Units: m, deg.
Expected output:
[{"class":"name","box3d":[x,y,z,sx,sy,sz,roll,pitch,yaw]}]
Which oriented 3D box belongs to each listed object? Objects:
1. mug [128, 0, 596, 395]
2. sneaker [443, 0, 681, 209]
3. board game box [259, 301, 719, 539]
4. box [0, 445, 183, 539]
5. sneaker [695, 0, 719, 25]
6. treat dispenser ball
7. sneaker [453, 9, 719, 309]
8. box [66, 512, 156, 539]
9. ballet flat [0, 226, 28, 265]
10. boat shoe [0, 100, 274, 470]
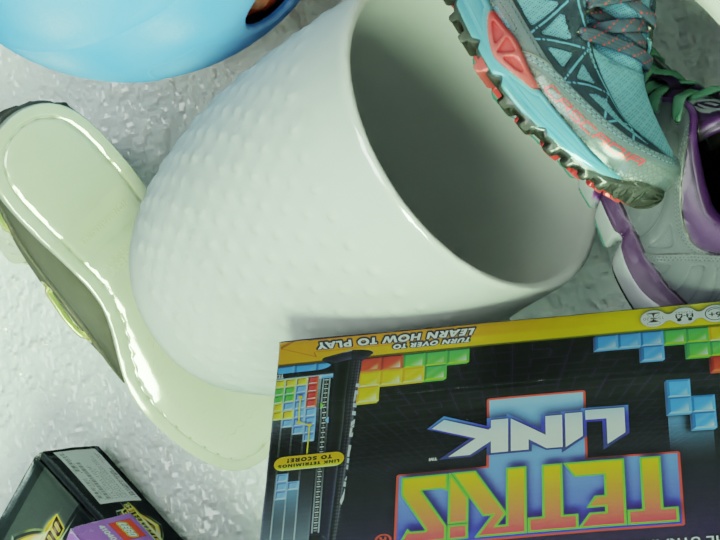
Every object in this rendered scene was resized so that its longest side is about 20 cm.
[{"class":"mug","box3d":[0.000,0.000,1.100,0.175,0.148,0.200,-31,83,38]},{"class":"sneaker","box3d":[0.080,-0.119,0.990,0.096,0.079,0.200,-34,67,17]},{"class":"board game box","box3d":[0.064,0.090,0.970,0.200,0.165,0.057,-6,129,8]},{"class":"box","box3d":[-0.141,0.211,1.271,0.159,0.046,0.200,45,117,27]},{"class":"sneaker","box3d":[0.186,-0.121,1.009,0.200,0.070,0.093,22,125,31]},{"class":"treat dispenser ball","box3d":[-0.103,-0.183,1.134,0.201,0.201,0.201,1,92,37]},{"class":"sneaker","box3d":[0.117,-0.070,1.042,0.200,0.074,0.088,57,137,11]},{"class":"box","box3d":[-0.107,0.230,1.168,0.137,0.039,0.200,43,126,32]},{"class":"ballet flat","box3d":[-0.184,-0.038,1.297,0.200,0.072,0.072,15,101,38]},{"class":"boat shoe","box3d":[-0.105,0.006,1.194,0.202,0.072,0.060,54,167,-17]}]
